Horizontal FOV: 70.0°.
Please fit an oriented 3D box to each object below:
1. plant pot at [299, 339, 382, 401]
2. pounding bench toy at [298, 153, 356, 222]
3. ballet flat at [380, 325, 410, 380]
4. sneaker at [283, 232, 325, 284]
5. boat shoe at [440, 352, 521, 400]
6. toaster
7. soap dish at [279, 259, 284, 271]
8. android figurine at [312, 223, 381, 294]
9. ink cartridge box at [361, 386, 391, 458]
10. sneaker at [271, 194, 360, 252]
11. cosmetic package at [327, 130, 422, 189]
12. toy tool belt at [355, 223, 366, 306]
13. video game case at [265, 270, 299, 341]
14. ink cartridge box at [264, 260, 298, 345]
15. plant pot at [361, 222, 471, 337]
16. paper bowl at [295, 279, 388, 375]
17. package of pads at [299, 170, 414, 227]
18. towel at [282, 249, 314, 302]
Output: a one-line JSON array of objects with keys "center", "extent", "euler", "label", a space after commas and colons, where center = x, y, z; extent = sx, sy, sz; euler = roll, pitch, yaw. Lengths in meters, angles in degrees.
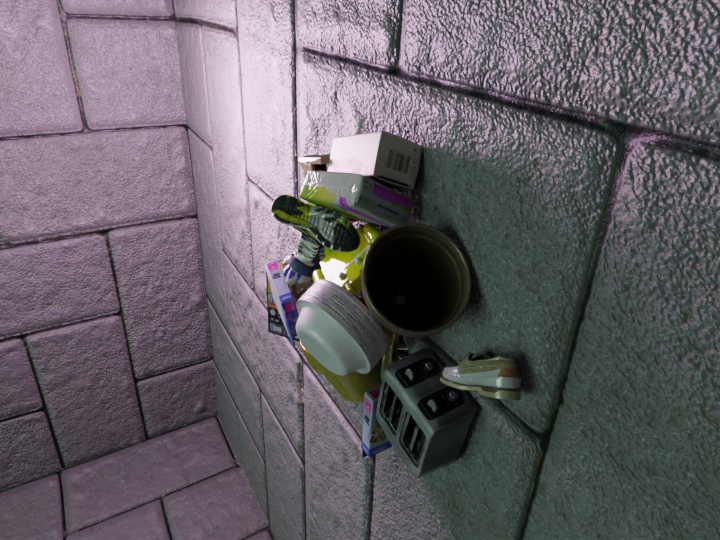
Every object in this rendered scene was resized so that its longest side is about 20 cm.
[{"center": [-0.022, 0.201, 1.233], "extent": [0.200, 0.199, 0.191], "euler": [33, 151, 53], "label": "plant pot"}, {"center": [-0.074, -0.195, 1.226], "extent": [0.199, 0.122, 0.159], "euler": [21, 120, 58], "label": "pounding bench toy"}, {"center": [0.081, 0.183, 1.163], "extent": [0.062, 0.068, 0.204], "euler": [12, 119, 27], "label": "ballet flat"}, {"center": [-0.126, -0.033, 1.201], "extent": [0.080, 0.148, 0.200], "euler": [31, 167, 7], "label": "sneaker"}, {"center": [0.212, 0.181, 0.911], "extent": [0.199, 0.073, 0.070], "euler": [-9, 74, 64], "label": "boat shoe"}, {"center": [0.128, 0.295, 1.057], "extent": [0.181, 0.117, 0.203], "euler": [50, 143, 42], "label": "toaster"}, {"center": [-0.204, 0.076, 1.559], "extent": [0.158, 0.080, 0.204], "euler": [-84, -19, -76], "label": "soap dish"}, {"center": [-0.025, -0.019, 1.088], "extent": [0.041, 0.181, 0.201], "euler": [44, -168, -31], "label": "android figurine"}, {"center": [0.062, 0.354, 1.204], "extent": [0.042, 0.117, 0.204], "euler": [38, 133, 47], "label": "ink cartridge box"}, {"center": [-0.087, -0.101, 1.074], "extent": [0.075, 0.197, 0.085], "euler": [-62, -5, 3], "label": "sneaker"}, {"center": [0.023, -0.218, 1.036], "extent": [0.199, 0.102, 0.089], "euler": [19, 98, 60], "label": "cosmetic package"}, {"center": [0.000, 0.000, 1.163], "extent": [0.202, 0.122, 0.124], "euler": [-102, 26, -43], "label": "toy tool belt"}, {"center": [-0.186, 0.099, 1.417], "extent": [0.197, 0.025, 0.185], "euler": [10, 105, 39], "label": "video game case"}, {"center": [-0.190, 0.079, 1.291], "extent": [0.201, 0.041, 0.121], "euler": [-120, 18, -48], "label": "ink cartridge box"}, {"center": [0.091, 0.038, 0.974], "extent": [0.174, 0.196, 0.203], "euler": [108, 142, -71], "label": "plant pot"}, {"center": [-0.049, 0.124, 1.013], "extent": [0.200, 0.104, 0.202], "euler": [38, 157, 19], "label": "paper bowl"}, {"center": [-0.006, -0.144, 1.034], "extent": [0.198, 0.153, 0.070], "euler": [18, 90, 50], "label": "package of pads"}, {"center": [-0.099, -0.013, 1.314], "extent": [0.150, 0.198, 0.036], "euler": [65, -169, 26], "label": "towel"}]
